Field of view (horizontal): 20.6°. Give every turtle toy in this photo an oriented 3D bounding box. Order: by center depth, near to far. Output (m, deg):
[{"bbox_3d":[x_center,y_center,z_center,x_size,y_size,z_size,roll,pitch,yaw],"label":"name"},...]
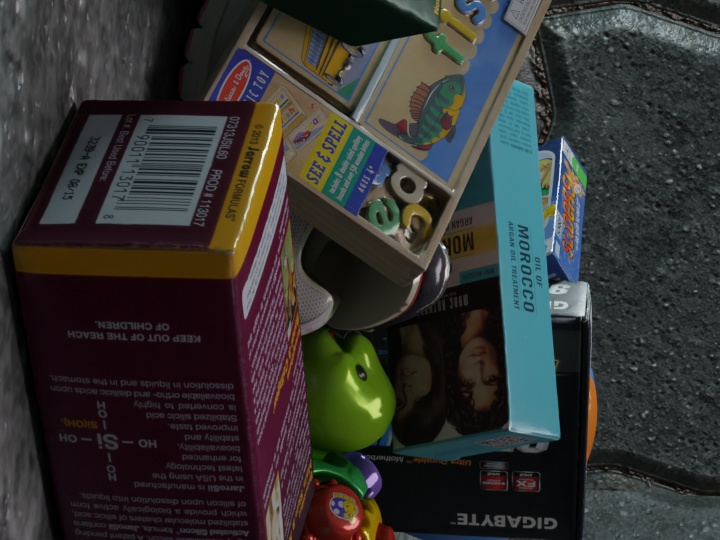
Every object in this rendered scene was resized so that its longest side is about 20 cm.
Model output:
[{"bbox_3d":[-0.032,0.129,1.061,0.146,0.100,0.201,-47,138,-78],"label":"turtle toy"}]

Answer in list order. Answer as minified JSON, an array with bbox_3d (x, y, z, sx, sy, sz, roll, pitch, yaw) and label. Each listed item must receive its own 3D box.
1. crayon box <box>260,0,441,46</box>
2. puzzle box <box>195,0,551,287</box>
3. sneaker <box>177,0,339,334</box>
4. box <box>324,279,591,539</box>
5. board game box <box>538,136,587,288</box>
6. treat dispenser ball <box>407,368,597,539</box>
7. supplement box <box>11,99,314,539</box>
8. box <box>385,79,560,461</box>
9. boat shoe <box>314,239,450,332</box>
[{"bbox_3d":[-0.028,-0.223,0.885,0.172,0.058,0.201,20,69,-51],"label":"crayon box"},{"bbox_3d":[0.009,-0.107,0.967,0.025,0.133,0.201,-38,-158,55],"label":"puzzle box"},{"bbox_3d":[-0.042,-0.055,0.986,0.081,0.088,0.201,12,80,-82],"label":"sneaker"},{"bbox_3d":[0.037,0.081,1.185,0.046,0.199,0.160,-75,166,-60],"label":"box"},{"bbox_3d":[0.045,0.000,1.249,0.035,0.199,0.136,55,25,-25],"label":"board game box"},{"bbox_3d":[0.076,0.103,1.473,0.201,0.199,0.202,2,90,-82],"label":"treat dispenser ball"},{"bbox_3d":[-0.073,0.044,0.800,0.111,0.085,0.201,-77,166,-55],"label":"supplement box"},{"bbox_3d":[0.056,-0.002,1.089,0.049,0.082,0.201,14,67,-49],"label":"box"},{"bbox_3d":[0.000,0.000,1.047,0.200,0.062,0.072,-2,-103,64],"label":"boat shoe"}]
